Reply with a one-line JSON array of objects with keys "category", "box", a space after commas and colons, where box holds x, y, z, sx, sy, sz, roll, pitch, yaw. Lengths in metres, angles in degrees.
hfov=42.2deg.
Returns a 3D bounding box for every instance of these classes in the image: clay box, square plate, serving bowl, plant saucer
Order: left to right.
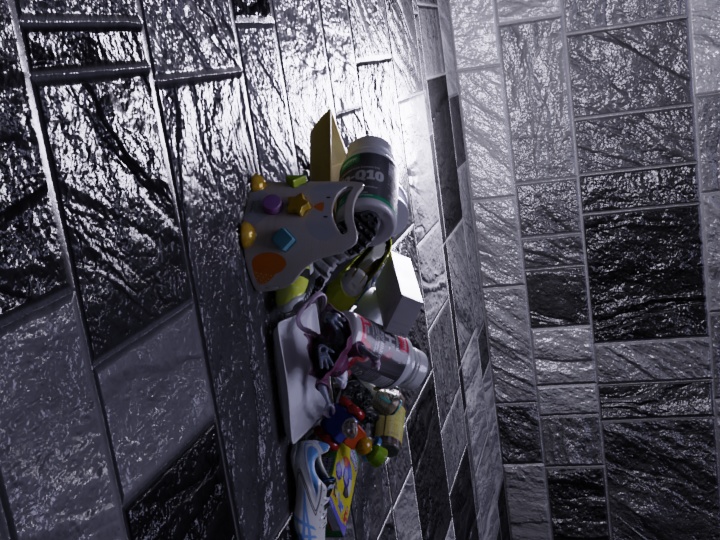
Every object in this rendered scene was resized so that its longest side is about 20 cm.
[{"category": "square plate", "box": [-0.104, 0.171, 1.594, 0.198, 0.028, 0.202, -26, 111, -72]}, {"category": "plant saucer", "box": [-0.060, -0.170, 1.773, 0.200, 0.048, 0.202, 67, 21, -66]}, {"category": "clay box", "box": [-0.046, 0.369, 1.703, 0.201, 0.047, 0.116, -75, 155, -48]}, {"category": "serving bowl", "box": [0.031, 0.139, 1.904, 0.200, 0.065, 0.202, 14, 90, -72]}]

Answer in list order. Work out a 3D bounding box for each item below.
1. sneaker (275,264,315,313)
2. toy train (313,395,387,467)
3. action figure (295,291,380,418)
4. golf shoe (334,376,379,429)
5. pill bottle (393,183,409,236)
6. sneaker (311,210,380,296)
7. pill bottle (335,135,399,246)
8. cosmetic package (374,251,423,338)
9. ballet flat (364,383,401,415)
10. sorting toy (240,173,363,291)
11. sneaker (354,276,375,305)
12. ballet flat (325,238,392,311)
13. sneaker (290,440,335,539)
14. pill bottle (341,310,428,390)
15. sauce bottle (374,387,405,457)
[{"category": "sneaker", "box": [-0.118, -0.015, 1.556, 0.076, 0.075, 0.201, 44, 36, -36]}, {"category": "toy train", "box": [0.001, 0.295, 1.596, 0.116, 0.085, 0.200, 42, -7, -13]}, {"category": "action figure", "box": [-0.056, 0.152, 1.606, 0.149, 0.134, 0.200, 46, -11, 18]}, {"category": "golf shoe", "box": [-0.022, 0.242, 1.785, 0.095, 0.077, 0.200, 57, -10, 27]}, {"category": "pill bottle", "box": [0.030, -0.146, 1.884, 0.200, 0.111, 0.113, -117, -169, -59]}, {"category": "sneaker", "box": [-0.043, -0.033, 1.648, 0.066, 0.200, 0.091, 45, 6, -1]}, {"category": "pill bottle", "box": [0.014, -0.150, 1.721, 0.201, 0.112, 0.114, -87, 163, -45]}, {"category": "cosmetic package", "box": [0.074, 0.044, 1.806, 0.200, 0.050, 0.083, -99, -150, -64]}, {"category": "ballet flat", "box": [0.027, 0.259, 1.920, 0.068, 0.075, 0.200, -57, -173, -12]}, {"category": "sorting toy", "box": [-0.083, -0.083, 1.466, 0.107, 0.178, 0.201, 64, 26, -51]}, {"category": "sneaker", "box": [-0.004, -0.019, 1.926, 0.082, 0.073, 0.202, 55, 42, -57]}, {"category": "ballet flat", "box": [0.000, 0.000, 1.822, 0.067, 0.067, 0.200, 43, 59, -8]}, {"category": "sneaker", "box": [-0.075, 0.384, 1.557, 0.072, 0.072, 0.202, -18, 104, -75]}, {"category": "pill bottle", "box": [0.030, 0.159, 1.768, 0.199, 0.110, 0.112, 26, 55, -33]}, {"category": "sauce bottle", "box": [0.071, 0.321, 2.096, 0.065, 0.064, 0.201, 69, 24, -43]}]
